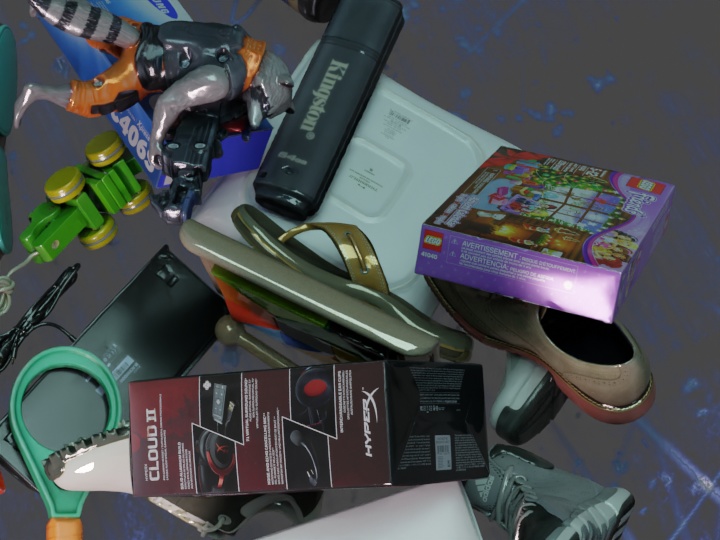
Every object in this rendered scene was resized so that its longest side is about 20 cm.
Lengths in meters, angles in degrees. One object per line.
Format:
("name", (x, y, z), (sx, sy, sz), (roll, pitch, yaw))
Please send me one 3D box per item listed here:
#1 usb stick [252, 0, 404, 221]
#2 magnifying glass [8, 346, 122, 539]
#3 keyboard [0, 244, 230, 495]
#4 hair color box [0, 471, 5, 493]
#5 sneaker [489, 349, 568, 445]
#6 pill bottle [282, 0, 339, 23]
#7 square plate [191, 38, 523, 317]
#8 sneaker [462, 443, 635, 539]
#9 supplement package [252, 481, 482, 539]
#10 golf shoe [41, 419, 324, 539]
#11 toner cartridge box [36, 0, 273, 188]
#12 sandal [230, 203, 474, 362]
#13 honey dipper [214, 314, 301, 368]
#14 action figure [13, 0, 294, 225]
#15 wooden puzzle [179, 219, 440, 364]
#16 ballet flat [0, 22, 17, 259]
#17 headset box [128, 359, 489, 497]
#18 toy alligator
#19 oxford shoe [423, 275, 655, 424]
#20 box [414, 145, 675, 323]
("usb stick", (-0.023, -0.130, 1.356), (0.055, 0.033, 0.201), (21, 66, 5))
("magnifying glass", (-0.205, 0.151, 1.238), (0.079, 0.022, 0.202), (3, 74, -17))
("keyboard", (-0.197, 0.061, 1.289), (0.127, 0.021, 0.200), (42, 68, -2))
("hair color box", (-0.326, 0.077, 1.243), (0.101, 0.061, 0.201), (-24, 68, 10))
("sneaker", (0.115, 0.031, 1.311), (0.115, 0.076, 0.201), (23, 58, 16))
("pill bottle", (-0.078, -0.295, 1.415), (0.200, 0.112, 0.112), (38, 69, 13))
("square plate", (0.001, -0.066, 1.362), (0.199, 0.028, 0.199), (30, 68, 10))
("sneaker", (0.103, 0.169, 1.195), (0.115, 0.200, 0.075), (27, 103, 19))
("supplement package", (-0.017, 0.224, 1.172), (0.199, 0.117, 0.118), (-17, 77, -11))
("golf shoe", (-0.116, 0.142, 1.221), (0.199, 0.077, 0.089), (-3, 79, -19))
("toner cartridge box", (-0.158, -0.151, 1.347), (0.095, 0.043, 0.200), (-13, 54, -37))
("sandal", (0.000, 0.000, 1.273), (0.199, 0.080, 0.054), (29, 96, -1))
("honey dipper", (-0.023, 0.092, 1.285), (0.199, 0.038, 0.038), (31, 67, 12))
("action figure", (-0.138, -0.126, 1.222), (0.192, 0.105, 0.201), (6, 40, -8))
("wooden puzzle", (-0.031, 0.036, 1.224), (0.184, 0.200, 0.037), (25, 82, 10))
("ballet flat", (-0.297, -0.099, 1.340), (0.067, 0.068, 0.201), (-6, 64, 6))
("headset box", (-0.039, 0.100, 1.111), (0.199, 0.148, 0.076), (-6, 83, 27))
("toy alligator", (-0.219, -0.044, 1.327), (0.200, 0.059, 0.054), (-45, 36, -20))
("oxford shoe", (0.121, 0.022, 1.224), (0.199, 0.075, 0.070), (33, 68, 27))
("box", (0.132, -0.030, 1.236), (0.136, 0.039, 0.200), (14, 23, 15))
